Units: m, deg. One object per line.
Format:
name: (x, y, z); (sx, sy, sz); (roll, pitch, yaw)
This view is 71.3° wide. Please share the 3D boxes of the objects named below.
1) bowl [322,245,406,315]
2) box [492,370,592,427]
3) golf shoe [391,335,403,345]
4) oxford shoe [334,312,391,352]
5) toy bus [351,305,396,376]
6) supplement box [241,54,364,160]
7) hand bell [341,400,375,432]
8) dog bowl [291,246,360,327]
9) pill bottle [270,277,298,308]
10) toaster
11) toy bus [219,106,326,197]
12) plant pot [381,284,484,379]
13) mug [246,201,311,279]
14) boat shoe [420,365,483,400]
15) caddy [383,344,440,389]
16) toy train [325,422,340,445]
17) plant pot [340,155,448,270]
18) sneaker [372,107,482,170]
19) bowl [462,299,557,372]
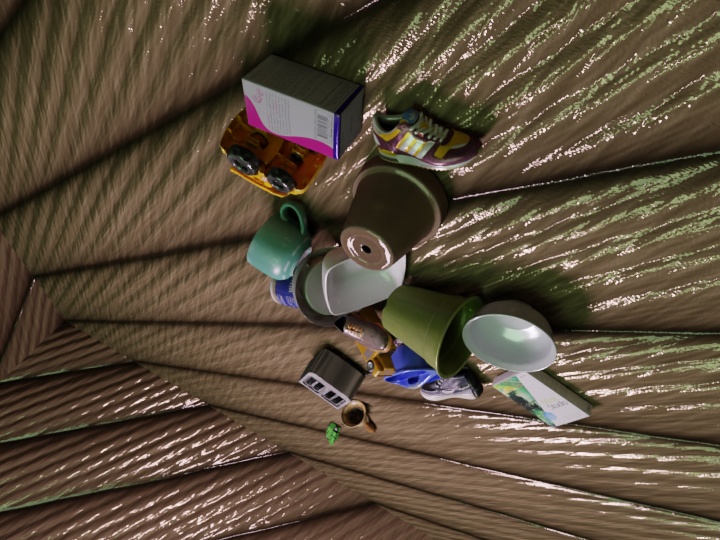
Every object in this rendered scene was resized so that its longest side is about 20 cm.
bowl: (0.000, 0.000, 1.162); (0.200, 0.199, 0.075); (89, 157, -52)
box: (0.458, 0.318, 1.278); (0.200, 0.036, 0.144); (35, 145, 0)
golf shoe: (0.117, 0.179, 1.357); (0.088, 0.077, 0.200); (32, 148, -12)
oxford shoe: (-0.003, 0.156, 1.265); (0.073, 0.071, 0.200); (10, -174, -41)
toy bus: (0.033, 0.182, 1.326); (0.065, 0.200, 0.078); (10, 127, -40)
supplement box: (-0.104, -0.302, 0.924); (0.200, 0.103, 0.101); (24, 145, 12)
hand bell: (0.015, 0.592, 1.952); (0.104, 0.104, 0.200); (6, 149, 34)
dog bowl: (-0.078, 0.036, 1.244); (0.200, 0.200, 0.059); (53, 163, -26)
pill bottle: (-0.138, 0.052, 1.372); (0.200, 0.116, 0.116); (10, 139, 30)
toaster: (-0.094, 0.368, 1.719); (0.181, 0.119, 0.200); (36, 146, -5)
toy bus: (-0.183, -0.223, 1.075); (0.200, 0.136, 0.192); (29, 159, 2)
plant pot: (0.157, 0.121, 1.174); (0.190, 0.200, 0.200); (23, 146, 35)
mug: (-0.189, -0.061, 1.239); (0.114, 0.152, 0.185); (33, 149, 6)
boat shoe: (0.243, 0.313, 1.427); (0.200, 0.075, 0.093); (-14, 118, 38)
caddy: (0.149, 0.267, 1.362); (0.141, 0.105, 0.200); (13, 154, -25)
toy train: (-0.129, 0.739, 2.271); (0.056, 0.042, 0.200); (36, 147, 15)
plant pot: (0.048, -0.099, 0.985); (0.200, 0.175, 0.200); (22, 144, 18)
sneaker: (0.108, -0.231, 0.861); (0.200, 0.075, 0.090); (10, 144, 29)
bowl: (0.330, 0.128, 1.095); (0.201, 0.090, 0.201); (17, 143, 13)
